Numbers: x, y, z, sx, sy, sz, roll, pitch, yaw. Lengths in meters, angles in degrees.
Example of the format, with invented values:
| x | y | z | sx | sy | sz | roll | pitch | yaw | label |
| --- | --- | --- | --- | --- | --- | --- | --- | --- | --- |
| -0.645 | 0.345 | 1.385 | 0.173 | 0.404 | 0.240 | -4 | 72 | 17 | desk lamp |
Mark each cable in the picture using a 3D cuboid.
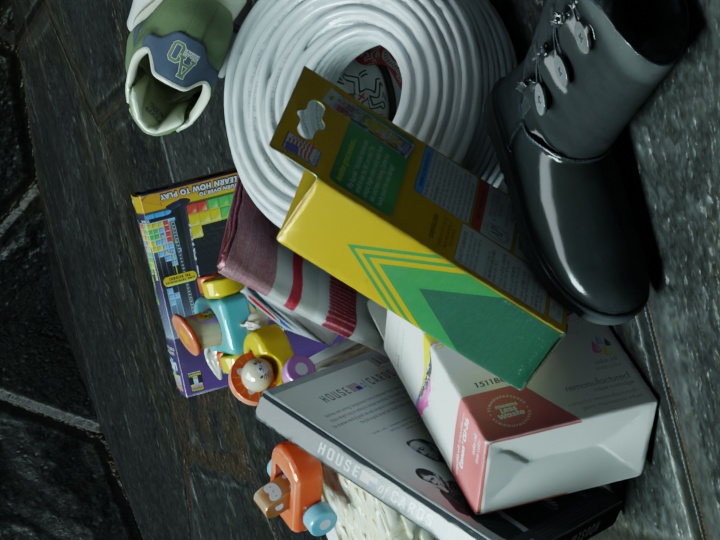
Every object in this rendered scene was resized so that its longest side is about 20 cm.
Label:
| x | y | z | sx | sy | sz | roll | pitch | yaw | label |
| --- | --- | --- | --- | --- | --- | --- | --- | --- | --- |
| 0.006 | -0.110 | 1.373 | 0.069 | 0.199 | 0.202 | 15 | -111 | -59 | cable |

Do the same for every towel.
| x | y | z | sx | sy | sz | roll | pitch | yaw | label |
| --- | --- | --- | --- | --- | --- | --- | --- | --- | --- |
| 0.000 | 0.000 | 1.447 | 0.023 | 0.199 | 0.145 | -54 | 16 | 32 | towel |

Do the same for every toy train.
| x | y | z | sx | sy | sz | roll | pitch | yaw | label |
| --- | --- | --- | --- | --- | --- | --- | --- | --- | --- |
| -0.084 | 0.094 | 1.520 | 0.200 | 0.055 | 0.151 | 52 | 148 | 38 | toy train |

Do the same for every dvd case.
| x | y | z | sx | sy | sz | roll | pitch | yaw | label |
| --- | --- | --- | --- | --- | --- | --- | --- | --- | --- |
| 0.051 | 0.119 | 1.350 | 0.199 | 0.150 | 0.025 | 31 | 113 | 25 | dvd case |

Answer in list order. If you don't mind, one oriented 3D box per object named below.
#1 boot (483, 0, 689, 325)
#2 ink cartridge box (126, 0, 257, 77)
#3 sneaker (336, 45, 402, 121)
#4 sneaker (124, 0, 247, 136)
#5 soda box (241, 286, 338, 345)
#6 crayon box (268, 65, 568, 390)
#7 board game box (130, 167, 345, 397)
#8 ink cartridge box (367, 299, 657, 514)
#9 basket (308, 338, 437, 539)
| x | y | z | sx | sy | sz | roll | pitch | yaw | label |
| --- | --- | --- | --- | --- | --- | --- | --- | --- | --- |
| 0.137 | -0.079 | 1.158 | 0.166 | 0.065 | 0.200 | 63 | 155 | 16 | boot |
| -0.084 | -0.244 | 1.455 | 0.146 | 0.084 | 0.200 | -64 | 4 | -22 | ink cartridge box |
| 0.012 | -0.082 | 1.514 | 0.202 | 0.107 | 0.067 | 90 | 159 | -46 | sneaker |
| -0.134 | -0.131 | 1.442 | 0.090 | 0.067 | 0.200 | -68 | 10 | -21 | sneaker |
| -0.043 | 0.006 | 1.587 | 0.064 | 0.068 | 0.200 | 38 | 175 | -9 | soda box |
| 0.029 | -0.027 | 1.250 | 0.052 | 0.199 | 0.126 | -54 | 8 | 27 | crayon box |
| -0.069 | -0.005 | 1.712 | 0.057 | 0.198 | 0.167 | -167 | 62 | -76 | board game box |
| 0.088 | 0.050 | 1.335 | 0.200 | 0.116 | 0.068 | -120 | 25 | -45 | ink cartridge box |
| 0.045 | 0.147 | 1.535 | 0.123 | 0.135 | 0.201 | 18 | 130 | 64 | basket |
